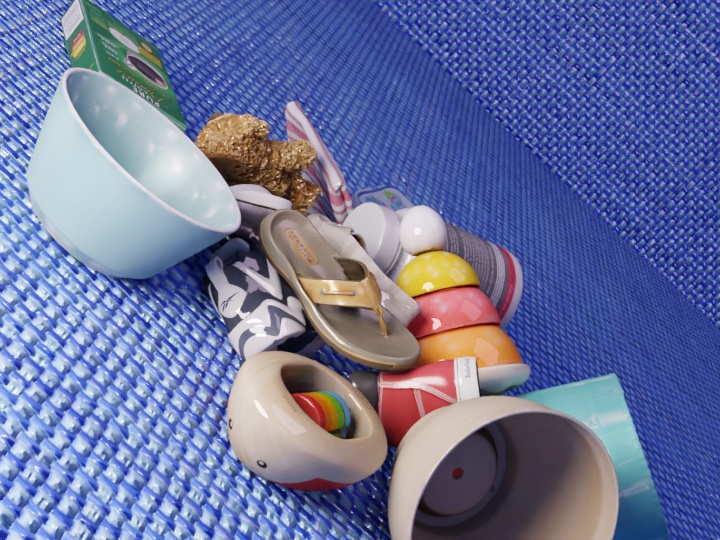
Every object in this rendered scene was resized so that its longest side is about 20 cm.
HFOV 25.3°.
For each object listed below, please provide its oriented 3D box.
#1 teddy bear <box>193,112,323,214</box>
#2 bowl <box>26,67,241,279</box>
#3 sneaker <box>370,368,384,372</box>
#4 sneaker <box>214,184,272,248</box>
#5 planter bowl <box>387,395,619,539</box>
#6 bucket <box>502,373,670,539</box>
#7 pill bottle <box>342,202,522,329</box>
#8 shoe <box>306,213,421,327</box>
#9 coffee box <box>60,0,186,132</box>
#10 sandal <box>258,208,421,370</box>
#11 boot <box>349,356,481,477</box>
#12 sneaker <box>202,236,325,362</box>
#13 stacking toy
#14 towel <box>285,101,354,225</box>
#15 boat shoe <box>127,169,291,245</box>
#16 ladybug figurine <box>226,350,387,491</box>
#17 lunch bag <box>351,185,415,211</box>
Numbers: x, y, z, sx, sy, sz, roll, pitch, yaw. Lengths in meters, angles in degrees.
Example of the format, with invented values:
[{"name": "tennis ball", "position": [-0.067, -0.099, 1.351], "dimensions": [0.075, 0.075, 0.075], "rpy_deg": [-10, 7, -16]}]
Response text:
[{"name": "teddy bear", "position": [-0.115, -0.108, 1.676], "dimensions": [0.200, 0.144, 0.067], "rpy_deg": [28, 54, -48]}, {"name": "bowl", "position": [-0.211, -0.070, 1.396], "dimensions": [0.201, 0.105, 0.201], "rpy_deg": [40, 16, -14]}, {"name": "sneaker", "position": [0.043, 0.106, 1.699], "dimensions": [0.078, 0.066, 0.200], "rpy_deg": [6, 13, 27]}, {"name": "sneaker", "position": [-0.084, -0.014, 1.639], "dimensions": [0.200, 0.074, 0.119], "rpy_deg": [21, 30, -52]}, {"name": "planter bowl", "position": [0.105, 0.195, 1.392], "dimensions": [0.200, 0.201, 0.135], "rpy_deg": [36, -2, -27]}, {"name": "bucket", "position": [0.213, 0.205, 1.565], "dimensions": [0.207, 0.134, 0.209], "rpy_deg": [-17, 90, -84]}, {"name": "pill bottle", "position": [0.073, -0.002, 1.747], "dimensions": [0.199, 0.111, 0.111], "rpy_deg": [23, 25, -35]}, {"name": "shoe", "position": [0.000, 0.000, 1.579], "dimensions": [0.070, 0.053, 0.200], "rpy_deg": [43, 8, -43]}, {"name": "coffee box", "position": [-0.264, -0.218, 1.762], "dimensions": [0.123, 0.044, 0.200], "rpy_deg": [33, 19, -34]}, {"name": "sandal", "position": [-0.018, 0.012, 1.466], "dimensions": [0.080, 0.054, 0.200], "rpy_deg": [-22, 66, -43]}, {"name": "boot", "position": [0.049, 0.165, 1.520], "dimensions": [0.073, 0.143, 0.201], "rpy_deg": [-89, 171, -50]}, {"name": "sneaker", "position": [-0.085, 0.018, 1.534], "dimensions": [0.130, 0.079, 0.199], "rpy_deg": [56, 28, 11]}, {"name": "stacking toy", "position": [0.082, 0.032, 1.593], "dimensions": [0.146, 0.145, 0.202], "rpy_deg": [11, 67, -63]}, {"name": "towel", "position": [-0.041, -0.074, 1.802], "dimensions": [0.201, 0.030, 0.147], "rpy_deg": [79, -16, -49]}, {"name": "boat shoe", "position": [-0.159, -0.054, 1.535], "dimensions": [0.199, 0.061, 0.074], "rpy_deg": [11, -9, -33]}, {"name": "ladybug figurine", "position": [-0.048, 0.132, 1.345], "dimensions": [0.136, 0.072, 0.200], "rpy_deg": [50, 17, 21]}, {"name": "lunch bag", "position": [0.042, -0.030, 1.981], "dimensions": [0.161, 0.082, 0.200], "rpy_deg": [47, 15, 6]}]
